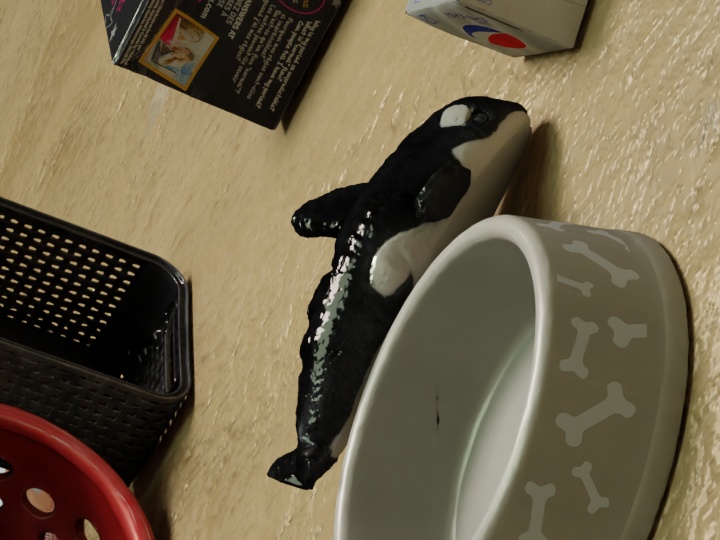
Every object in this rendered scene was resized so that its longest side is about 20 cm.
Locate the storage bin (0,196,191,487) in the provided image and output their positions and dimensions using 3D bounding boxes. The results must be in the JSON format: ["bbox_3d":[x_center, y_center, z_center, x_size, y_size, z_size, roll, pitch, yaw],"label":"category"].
[{"bbox_3d":[-0.211,0.039,1.521,0.094,0.199,0.136,-57,23,32],"label":"storage bin"}]

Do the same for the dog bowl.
[{"bbox_3d":[0.053,0.069,1.009,0.200,0.058,0.201,-52,27,41],"label":"dog bowl"}]

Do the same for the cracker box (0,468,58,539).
[{"bbox_3d":[-0.248,0.207,1.672,0.201,0.057,0.134,-59,23,31],"label":"cracker box"}]

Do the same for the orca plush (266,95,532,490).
[{"bbox_3d":[0.000,0.000,1.129,0.201,0.071,0.105,-64,-18,-4],"label":"orca plush"}]

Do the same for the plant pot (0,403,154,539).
[{"bbox_3d":[-0.236,0.202,1.440,0.201,0.199,0.183,-90,25,-44],"label":"plant pot"}]

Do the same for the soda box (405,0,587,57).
[{"bbox_3d":[0.089,-0.203,1.167,0.068,0.063,0.201,-1,70,70],"label":"soda box"}]

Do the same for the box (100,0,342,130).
[{"bbox_3d":[-0.082,-0.199,1.541,0.133,0.114,0.200,-60,23,22],"label":"box"}]
